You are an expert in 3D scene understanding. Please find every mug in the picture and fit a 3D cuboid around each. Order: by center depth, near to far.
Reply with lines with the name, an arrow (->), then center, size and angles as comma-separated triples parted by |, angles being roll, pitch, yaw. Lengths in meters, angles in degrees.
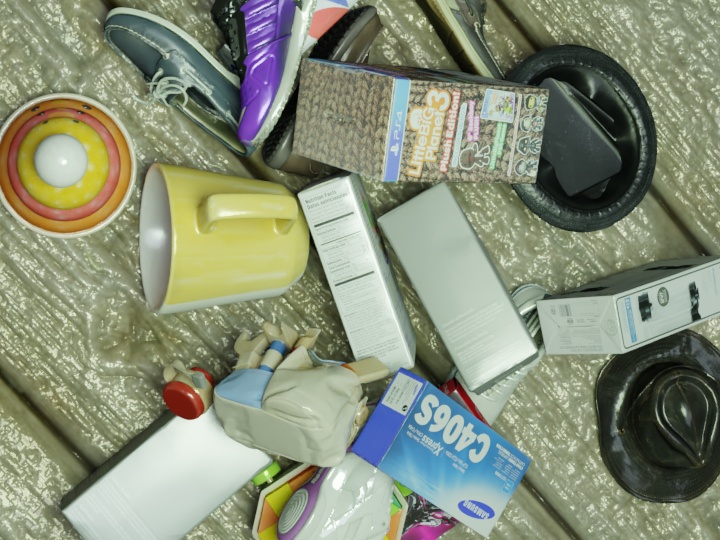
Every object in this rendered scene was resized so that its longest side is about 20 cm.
mug -> -0.129, -0.026, 1.365 | 0.152, 0.187, 0.151 | 0, 108, -22

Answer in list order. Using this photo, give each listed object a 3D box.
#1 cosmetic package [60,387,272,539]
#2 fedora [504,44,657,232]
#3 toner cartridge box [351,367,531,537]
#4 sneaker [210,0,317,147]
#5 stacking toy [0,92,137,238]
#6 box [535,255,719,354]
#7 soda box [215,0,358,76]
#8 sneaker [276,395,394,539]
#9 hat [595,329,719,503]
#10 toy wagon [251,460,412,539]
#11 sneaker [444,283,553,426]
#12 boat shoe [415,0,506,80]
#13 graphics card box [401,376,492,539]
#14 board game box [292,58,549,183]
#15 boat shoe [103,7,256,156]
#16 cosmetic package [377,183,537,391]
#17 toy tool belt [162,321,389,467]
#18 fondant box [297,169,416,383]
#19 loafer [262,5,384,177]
cosmetic package -> -0.199, 0.215, 1.398 | 0.199, 0.090, 0.107 | -38, 97, -12
fedora -> 0.222, -0.141, 1.480 | 0.198, 0.092, 0.203 | -1, 92, -13
toner cartridge box -> 0.083, 0.182, 1.341 | 0.200, 0.043, 0.095 | 38, 82, -43
sneaker -> -0.106, -0.226, 1.348 | 0.099, 0.070, 0.202 | 17, 86, -6
stacking toy -> -0.281, -0.103, 1.307 | 0.144, 0.200, 0.148 | -1, 92, -14
box -> 0.298, 0.036, 1.458 | 0.199, 0.116, 0.061 | -17, 96, -38
soda box -> -0.056, -0.274, 1.422 | 0.200, 0.068, 0.064 | -45, 101, -9
sneaker -> 0.003, 0.210, 1.361 | 0.099, 0.075, 0.201 | 39, 86, -24
hat -> 0.361, 0.167, 1.531 | 0.198, 0.081, 0.203 | -1, 92, -14
toy wagon -> -0.014, 0.240, 1.410 | 0.199, 0.040, 0.156 | -32, 95, 5
sneaker -> 0.149, 0.103, 1.483 | 0.073, 0.071, 0.201 | 29, 87, -13
boat shoe -> 0.105, -0.283, 1.457 | 0.065, 0.073, 0.201 | -35, 99, -4
graphics card box -> 0.057, 0.223, 1.455 | 0.199, 0.051, 0.126 | -35, 100, 6
board game box -> 0.060, -0.149, 1.365 | 0.198, 0.159, 0.098 | -1, 104, -35
boat shoe -> -0.181, -0.189, 1.392 | 0.199, 0.075, 0.062 | 37, 61, -20
cosmetic package -> 0.103, 0.018, 1.404 | 0.090, 0.107, 0.201 | -32, 78, 5
toy tool belt -> -0.081, 0.110, 1.331 | 0.123, 0.198, 0.126 | -52, 144, -40
fondant box -> 0.000, 0.000, 1.403 | 0.058, 0.144, 0.202 | -18, 97, 6
loafer -> -0.029, -0.185, 1.437 | 0.071, 0.073, 0.201 | 31, 90, -23
